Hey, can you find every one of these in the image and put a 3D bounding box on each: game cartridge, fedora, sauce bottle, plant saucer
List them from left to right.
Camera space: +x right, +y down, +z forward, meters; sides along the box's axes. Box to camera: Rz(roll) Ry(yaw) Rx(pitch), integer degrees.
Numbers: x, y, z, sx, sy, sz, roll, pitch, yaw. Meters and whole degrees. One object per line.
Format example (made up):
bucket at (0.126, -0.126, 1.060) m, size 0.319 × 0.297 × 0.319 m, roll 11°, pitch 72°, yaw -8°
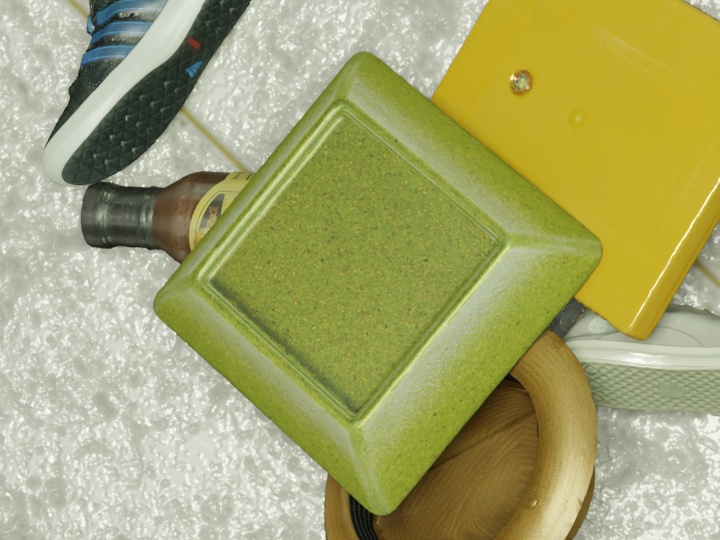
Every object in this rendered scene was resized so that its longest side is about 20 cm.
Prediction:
sauce bottle at (-0.069, -0.027, 1.552) m, size 0.199 × 0.065 × 0.065 m, roll 2°, pitch 90°, yaw 18°
plant saucer at (0.000, 0.000, 1.461) m, size 0.200 × 0.048 × 0.200 m, roll 41°, pitch 93°, yaw 22°
fedora at (0.070, 0.122, 1.489) m, size 0.200 × 0.082 × 0.201 m, roll -20°, pitch 58°, yaw 36°
game cartridge at (0.132, -0.083, 1.480) m, size 0.200 × 0.032 × 0.177 m, roll 36°, pitch 100°, yaw 34°

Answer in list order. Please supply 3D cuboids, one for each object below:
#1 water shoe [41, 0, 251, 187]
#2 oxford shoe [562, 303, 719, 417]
water shoe at (-0.136, -0.141, 1.570) m, size 0.079 × 0.072 × 0.200 m, roll 36°, pitch 85°, yaw 25°
oxford shoe at (0.210, 0.050, 1.483) m, size 0.199 × 0.075 × 0.058 m, roll 7°, pitch 55°, yaw 13°
